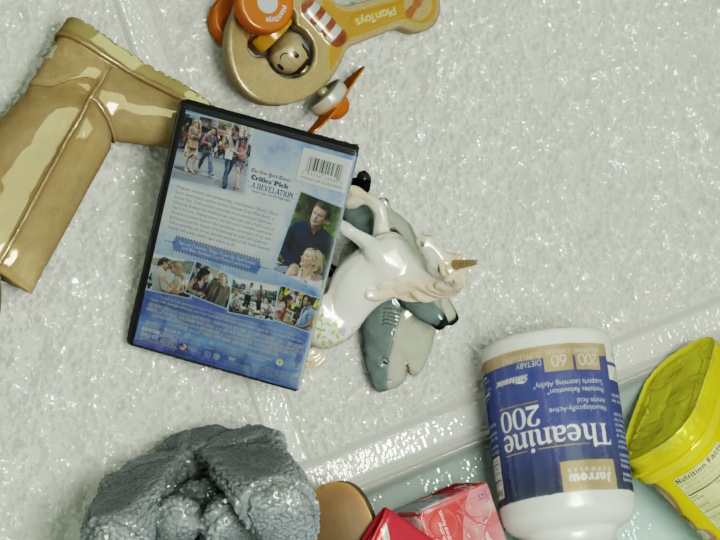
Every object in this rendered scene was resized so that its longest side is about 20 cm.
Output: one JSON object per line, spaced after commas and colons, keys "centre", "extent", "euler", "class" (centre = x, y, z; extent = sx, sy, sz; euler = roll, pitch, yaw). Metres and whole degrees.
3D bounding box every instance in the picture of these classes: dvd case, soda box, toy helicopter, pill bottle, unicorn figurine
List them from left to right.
{"centre": [-0.092, -0.019, 1.564], "extent": [0.141, 0.018, 0.202], "euler": [15, 106, 3], "class": "dvd case"}
{"centre": [-0.018, -0.185, 1.649], "extent": [0.199, 0.079, 0.133], "euler": [-20, 92, -25], "class": "toy helicopter"}
{"centre": [0.000, 0.000, 1.599], "extent": [0.138, 0.200, 0.074], "euler": [48, 28, 9], "class": "unicorn figurine"}
{"centre": [0.096, 0.276, 1.647], "extent": [0.070, 0.063, 0.202], "euler": [-20, 92, -21], "class": "soda box"}
{"centre": [0.162, 0.154, 1.643], "extent": [0.110, 0.111, 0.202], "euler": [-1, 74, -21], "class": "pill bottle"}

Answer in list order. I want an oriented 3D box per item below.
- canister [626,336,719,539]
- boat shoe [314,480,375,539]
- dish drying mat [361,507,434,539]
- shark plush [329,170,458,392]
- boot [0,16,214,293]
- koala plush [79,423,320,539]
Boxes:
{"centre": [0.322, 0.176, 1.711], "extent": [0.200, 0.086, 0.149], "euler": [46, 37, -12], "class": "canister"}
{"centre": [-0.008, 0.265, 1.609], "extent": [0.070, 0.070, 0.202], "euler": [-4, 89, 13], "class": "boat shoe"}
{"centre": [0.076, 0.269, 1.589], "extent": [0.199, 0.018, 0.077], "euler": [37, 71, -18], "class": "dish drying mat"}
{"centre": [0.007, -0.007, 1.646], "extent": [0.083, 0.091, 0.201], "euler": [-25, 99, 9], "class": "shark plush"}
{"centre": [-0.214, -0.070, 1.571], "extent": [0.174, 0.066, 0.201], "euler": [31, 75, -6], "class": "boot"}
{"centre": [-0.104, 0.234, 1.536], "extent": [0.176, 0.184, 0.202], "euler": [-14, 105, 0], "class": "koala plush"}
